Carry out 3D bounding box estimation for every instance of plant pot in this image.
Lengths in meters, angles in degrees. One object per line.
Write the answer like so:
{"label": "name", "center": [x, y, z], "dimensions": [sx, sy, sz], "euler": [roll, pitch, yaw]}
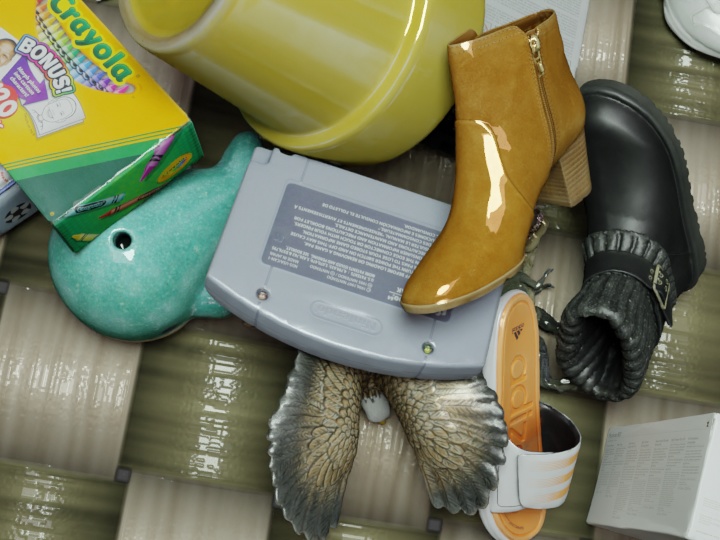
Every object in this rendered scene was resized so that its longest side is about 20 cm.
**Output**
{"label": "plant pot", "center": [-0.049, -0.185, 0.659], "dimensions": [0.189, 0.201, 0.201], "euler": [11, 73, -48]}

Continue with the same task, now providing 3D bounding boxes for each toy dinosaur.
{"label": "toy dinosaur", "center": [0.139, 0.055, 0.795], "dimensions": [0.088, 0.047, 0.200], "euler": [16, 82, 1]}

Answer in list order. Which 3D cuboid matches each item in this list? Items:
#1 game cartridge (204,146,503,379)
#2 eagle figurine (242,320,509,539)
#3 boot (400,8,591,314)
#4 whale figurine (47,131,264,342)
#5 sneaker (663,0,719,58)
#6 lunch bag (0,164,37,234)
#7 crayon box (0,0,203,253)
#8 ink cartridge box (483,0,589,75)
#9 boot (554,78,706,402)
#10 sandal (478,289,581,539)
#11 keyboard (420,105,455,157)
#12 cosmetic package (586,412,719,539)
{"label": "game cartridge", "center": [0.000, 0.000, 0.684], "dimensions": [0.200, 0.041, 0.133], "euler": [18, 61, -2]}
{"label": "eagle figurine", "center": [0.008, 0.084, 0.723], "dimensions": [0.152, 0.200, 0.151], "euler": [-40, 128, 19]}
{"label": "boot", "center": [0.077, -0.077, 0.637], "dimensions": [0.201, 0.071, 0.144], "euler": [-39, 119, -31]}
{"label": "whale figurine", "center": [-0.145, -0.033, 0.751], "dimensions": [0.200, 0.104, 0.159], "euler": [-34, 83, -9]}
{"label": "sneaker", "center": [0.297, -0.270, 0.846], "dimensions": [0.075, 0.100, 0.200], "euler": [-33, 85, -13]}
{"label": "lunch bag", "center": [-0.295, -0.123, 0.772], "dimensions": [0.200, 0.076, 0.160], "euler": [-40, 80, -13]}
{"label": "crayon box", "center": [-0.222, -0.126, 0.701], "dimensions": [0.119, 0.058, 0.200], "euler": [-40, 74, -13]}
{"label": "ink cartridge box", "center": [0.106, -0.210, 0.806], "dimensions": [0.162, 0.050, 0.200], "euler": [22, 64, -12]}
{"label": "boot", "center": [0.190, -0.021, 0.739], "dimensions": [0.158, 0.079, 0.211], "euler": [-46, 117, -32]}
{"label": "sandal", "center": [0.128, 0.118, 0.724], "dimensions": [0.079, 0.059, 0.207], "euler": [-22, 114, -43]}
{"label": "keyboard", "center": [0.087, -0.148, 0.804], "dimensions": [0.200, 0.040, 0.104], "euler": [18, 78, -20]}
{"label": "cosmetic package", "center": [0.225, 0.154, 0.700], "dimensions": [0.051, 0.200, 0.083], "euler": [16, 78, -1]}
